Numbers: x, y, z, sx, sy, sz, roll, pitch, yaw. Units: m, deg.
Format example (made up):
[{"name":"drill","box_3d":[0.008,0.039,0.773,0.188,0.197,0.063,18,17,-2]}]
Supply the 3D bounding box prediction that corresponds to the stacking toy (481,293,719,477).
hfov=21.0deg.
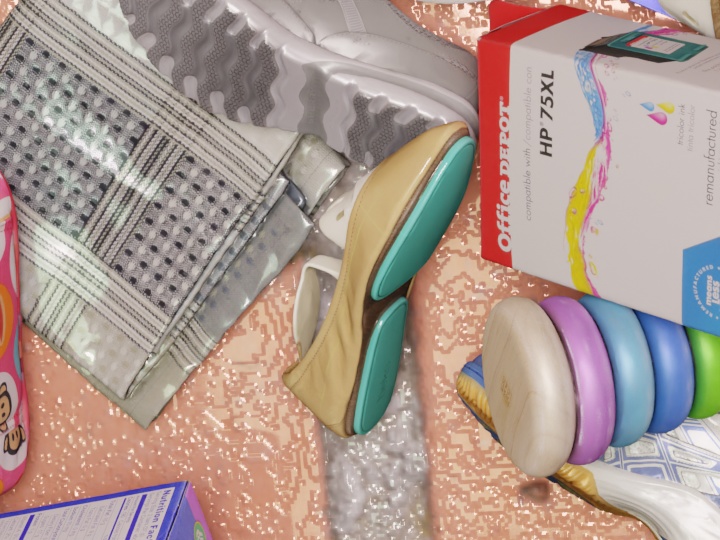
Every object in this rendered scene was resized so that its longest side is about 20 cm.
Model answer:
[{"name":"stacking toy","box_3d":[0.163,0.041,0.938,0.198,0.085,0.086,-9,98,-14]}]

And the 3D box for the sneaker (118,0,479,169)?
[{"name":"sneaker","box_3d":[-0.028,-0.114,0.981,0.199,0.082,0.075,27,139,-5]}]

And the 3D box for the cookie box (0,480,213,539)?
[{"name":"cookie box","box_3d":[-0.161,0.213,1.030,0.198,0.075,0.172,-11,117,13]}]

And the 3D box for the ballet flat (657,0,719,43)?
[{"name":"ballet flat","box_3d":[0.166,-0.161,0.903,0.072,0.068,0.201,-10,99,32]}]

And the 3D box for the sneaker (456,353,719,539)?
[{"name":"sneaker","box_3d":[0.146,0.085,0.990,0.199,0.075,0.088,31,85,3]}]

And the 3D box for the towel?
[{"name":"towel","box_3d":[-0.131,-0.044,1.032,0.200,0.035,0.193,39,103,2]}]

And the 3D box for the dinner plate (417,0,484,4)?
[{"name":"dinner plate","box_3d":[0.045,-0.232,0.952,0.199,0.024,0.202,2,95,24]}]

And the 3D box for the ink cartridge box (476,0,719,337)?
[{"name":"ink cartridge box","box_3d":[0.120,-0.052,0.909,0.199,0.067,0.117,18,121,39]}]

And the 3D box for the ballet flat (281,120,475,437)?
[{"name":"ballet flat","box_3d":[0.000,0.000,0.971,0.063,0.069,0.201,32,128,18]}]

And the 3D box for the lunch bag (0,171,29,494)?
[{"name":"lunch bag","box_3d":[-0.269,0.031,1.038,0.175,0.082,0.202,4,106,22]}]

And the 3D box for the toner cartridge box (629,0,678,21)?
[{"name":"toner cartridge box","box_3d":[0.202,-0.154,0.948,0.199,0.043,0.096,24,101,6]}]
